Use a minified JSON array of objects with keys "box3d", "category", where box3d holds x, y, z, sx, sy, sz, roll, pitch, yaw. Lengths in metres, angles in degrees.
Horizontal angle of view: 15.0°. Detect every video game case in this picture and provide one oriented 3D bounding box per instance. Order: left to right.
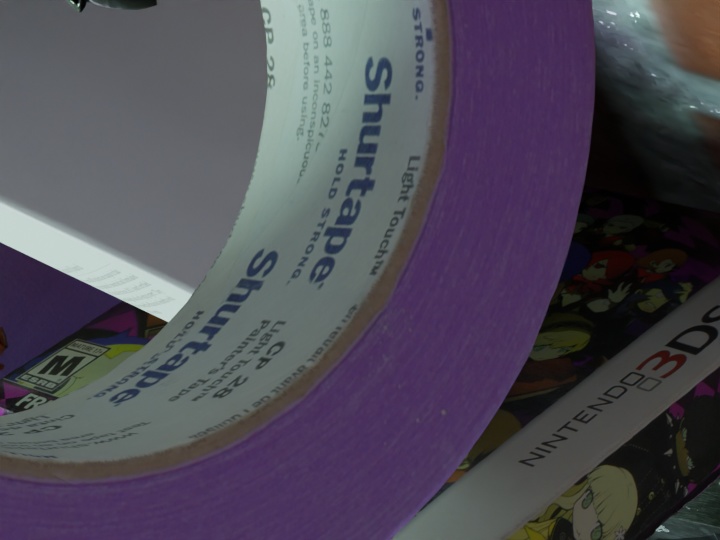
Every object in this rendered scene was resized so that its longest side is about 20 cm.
[{"box3d":[0.018,0.028,0.792,0.199,0.181,0.036,14,127,43],"category":"video game case"}]

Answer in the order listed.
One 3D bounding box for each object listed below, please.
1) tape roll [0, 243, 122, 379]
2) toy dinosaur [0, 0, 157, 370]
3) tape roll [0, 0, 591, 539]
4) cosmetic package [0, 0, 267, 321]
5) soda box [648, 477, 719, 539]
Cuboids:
[{"box3d":[-0.177,0.006,0.915,0.199,0.066,0.200,22,151,13],"category":"tape roll"},{"box3d":[-0.119,-0.078,0.597,0.102,0.135,0.201,-143,33,-68],"category":"toy dinosaur"},{"box3d":[-0.058,-0.036,0.477,0.200,0.201,0.066,29,168,-30],"category":"tape roll"},{"box3d":[-0.067,-0.056,0.702,0.199,0.108,0.085,27,171,-10],"category":"cosmetic package"},{"box3d":[0.155,0.070,0.941,0.063,0.071,0.200,28,169,-30],"category":"soda box"}]
